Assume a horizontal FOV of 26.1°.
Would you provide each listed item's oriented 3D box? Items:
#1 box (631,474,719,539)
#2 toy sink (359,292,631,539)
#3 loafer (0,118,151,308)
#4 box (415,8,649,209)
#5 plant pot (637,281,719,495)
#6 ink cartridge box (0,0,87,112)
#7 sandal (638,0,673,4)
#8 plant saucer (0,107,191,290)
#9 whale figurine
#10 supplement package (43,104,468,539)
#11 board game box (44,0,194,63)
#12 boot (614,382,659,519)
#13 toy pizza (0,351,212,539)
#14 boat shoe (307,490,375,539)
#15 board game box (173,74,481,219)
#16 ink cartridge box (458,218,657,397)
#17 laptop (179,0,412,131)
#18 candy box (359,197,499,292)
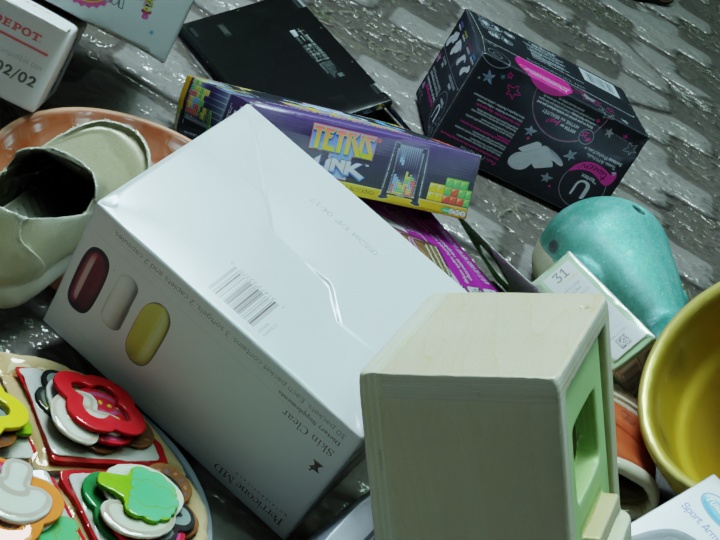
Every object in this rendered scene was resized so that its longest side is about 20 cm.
[{"bbox_3d":[0.196,0.205,0.940,0.200,0.042,0.119,-25,55,-27],"label":"box"},{"bbox_3d":[0.080,0.126,0.830,0.112,0.201,0.130,1,17,20],"label":"toy sink"},{"bbox_3d":[-0.182,-0.048,0.968,0.076,0.068,0.200,29,35,3],"label":"loafer"},{"bbox_3d":[0.172,-0.158,1.595,0.200,0.115,0.132,25,24,-17],"label":"box"},{"bbox_3d":[0.327,0.127,1.133,0.189,0.201,0.201,51,7,-42],"label":"plant pot"},{"bbox_3d":[-0.265,-0.172,1.109,0.115,0.068,0.200,26,7,-10],"label":"ink cartridge box"},{"bbox_3d":[0.494,-0.499,2.661,0.082,0.055,0.200,44,27,24],"label":"sandal"},{"bbox_3d":[-0.161,-0.037,1.056,0.200,0.032,0.201,17,36,-13],"label":"plant saucer"},{"bbox_3d":[0.242,0.008,1.368,0.159,0.104,0.200,12,25,-37],"label":"whale figurine"},{"bbox_3d":[-0.057,0.027,0.935,0.200,0.111,0.156,40,42,8],"label":"supplement package"},{"bbox_3d":[-0.204,-0.223,1.185,0.147,0.064,0.200,27,6,-13],"label":"board game box"},{"bbox_3d":[0.132,0.108,1.111,0.200,0.075,0.107,25,30,-16],"label":"boot"},{"bbox_3d":[-0.165,0.102,0.826,0.200,0.032,0.200,26,25,-13],"label":"toy pizza"},{"bbox_3d":[-0.010,0.178,0.830,0.066,0.070,0.200,50,23,0],"label":"boat shoe"},{"bbox_3d":[-0.030,-0.100,1.237,0.200,0.057,0.165,11,8,-26],"label":"board game box"},{"bbox_3d":[0.167,0.028,1.249,0.200,0.048,0.146,50,-1,32],"label":"ink cartridge box"},{"bbox_3d":[-0.046,-0.163,1.480,0.200,0.116,0.187,-20,50,-24],"label":"laptop"},{"bbox_3d":[0.000,0.000,1.168,0.200,0.061,0.136,6,34,-42],"label":"candy box"}]
